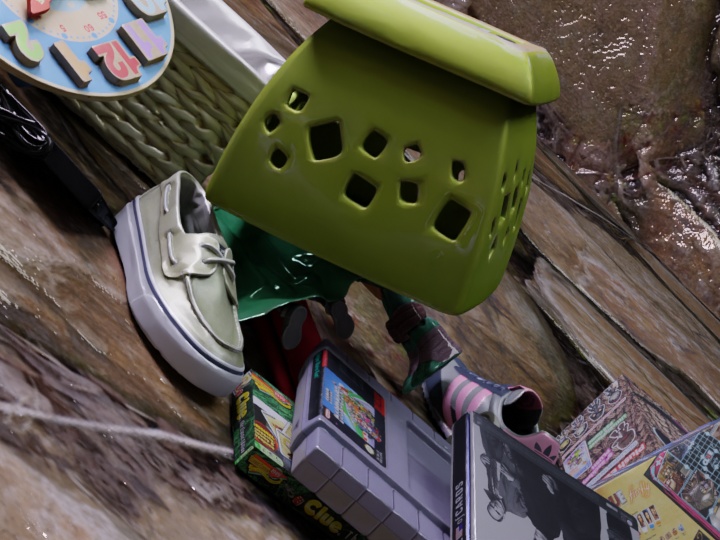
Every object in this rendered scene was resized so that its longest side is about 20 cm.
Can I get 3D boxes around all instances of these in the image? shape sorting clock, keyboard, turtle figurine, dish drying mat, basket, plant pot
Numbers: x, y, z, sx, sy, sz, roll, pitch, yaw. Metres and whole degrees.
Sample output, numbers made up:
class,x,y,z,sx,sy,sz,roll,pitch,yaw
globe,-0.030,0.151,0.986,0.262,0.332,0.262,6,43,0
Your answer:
class,x,y,z,sx,sy,sz,roll,pitch,yaw
shape sorting clock,-0.213,-0.199,1.221,0.200,0.039,0.201,27,44,-30
keyboard,-0.243,-0.100,1.181,0.200,0.040,0.104,45,-9,14
turtle figurine,0.000,0.000,1.403,0.200,0.101,0.150,53,7,5
dish drying mat,-0.044,0.060,1.280,0.077,0.018,0.200,37,15,-33
basket,-0.162,-0.166,1.388,0.200,0.123,0.136,43,13,-9
plant pot,0.033,-0.099,1.260,0.198,0.182,0.200,24,11,9

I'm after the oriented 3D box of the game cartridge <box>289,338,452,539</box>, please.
class,x,y,z,sx,sy,sz,roll,pitch,yaw
game cartridge,0.012,0.119,1.152,0.130,0.038,0.200,45,12,-12

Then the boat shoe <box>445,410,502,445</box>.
class,x,y,z,sx,sy,sz,roll,pitch,yaw
boat shoe,0.092,0.152,1.260,0.060,0.074,0.200,46,0,-9

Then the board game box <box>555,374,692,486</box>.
class,x,y,z,sx,sy,sz,roll,pitch,yaw
board game box,0.272,0.211,1.573,0.159,0.097,0.200,39,14,-19

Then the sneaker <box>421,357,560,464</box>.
class,x,y,z,sx,sy,sz,roll,pitch,yaw
sneaker,0.108,0.114,1.419,0.070,0.082,0.200,35,16,-31

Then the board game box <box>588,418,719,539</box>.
class,x,y,z,sx,sy,sz,roll,pitch,yaw
board game box,0.255,0.208,1.403,0.200,0.035,0.136,-18,81,-44

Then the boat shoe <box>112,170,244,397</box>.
class,x,y,z,sx,sy,sz,roll,pitch,yaw
boat shoe,-0.113,0.002,1.162,0.072,0.062,0.200,32,18,-39

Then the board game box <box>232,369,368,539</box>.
class,x,y,z,sx,sy,sz,roll,pitch,yaw
board game box,-0.001,0.149,1.139,0.200,0.023,0.105,39,12,-20

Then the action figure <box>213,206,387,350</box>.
class,x,y,z,sx,sy,sz,roll,pitch,yaw
action figure,-0.073,-0.005,1.274,0.118,0.055,0.200,-7,26,-26

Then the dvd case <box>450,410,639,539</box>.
class,x,y,z,sx,sy,sz,roll,pitch,yaw
dvd case,0.118,0.191,1.099,0.150,0.025,0.200,35,30,-19
